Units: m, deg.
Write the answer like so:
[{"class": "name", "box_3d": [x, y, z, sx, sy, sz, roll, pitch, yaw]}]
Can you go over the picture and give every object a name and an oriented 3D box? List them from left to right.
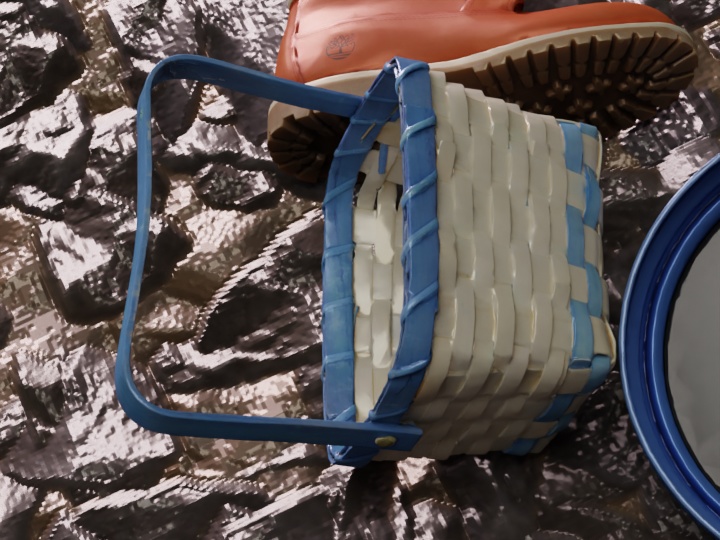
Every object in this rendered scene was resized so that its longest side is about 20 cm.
[{"class": "basket", "box_3d": [0.000, 0.000, 0.985, 0.200, 0.139, 0.176, 12, 59, -16]}, {"class": "boot", "box_3d": [0.055, -0.110, 1.092, 0.200, 0.075, 0.107, -6, 54, 10]}, {"class": "bowl", "box_3d": [0.208, 0.032, 0.959, 0.200, 0.039, 0.201, -2, 79, 11]}]
